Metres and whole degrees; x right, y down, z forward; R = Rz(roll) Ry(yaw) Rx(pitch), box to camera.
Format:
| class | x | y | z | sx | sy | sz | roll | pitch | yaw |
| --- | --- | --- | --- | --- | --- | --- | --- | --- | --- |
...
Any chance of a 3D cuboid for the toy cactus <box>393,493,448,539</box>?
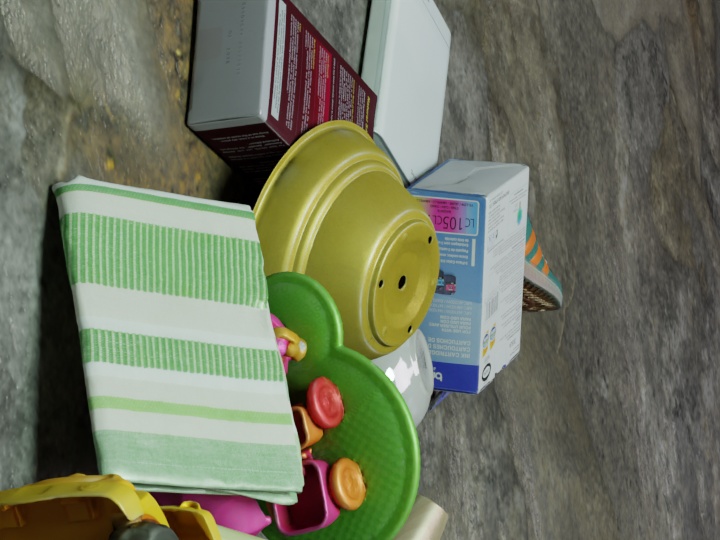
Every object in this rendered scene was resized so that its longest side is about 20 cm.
| class | x | y | z | sx | sy | sz | roll | pitch | yaw |
| --- | --- | --- | --- | --- | --- | --- | --- | --- | --- |
| toy cactus | 0.013 | 0.232 | 1.539 | 0.165 | 0.102 | 0.200 | -57 | -178 | -18 |

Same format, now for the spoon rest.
| class | x | y | z | sx | sy | sz | roll | pitch | yaw |
| --- | --- | --- | --- | --- | --- | --- | --- | --- | --- |
| spoon rest | 0.014 | 0.030 | 1.766 | 0.099 | 0.060 | 0.201 | 8 | 73 | -76 |

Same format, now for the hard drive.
| class | x | y | z | sx | sy | sz | roll | pitch | yaw |
| --- | --- | --- | --- | --- | --- | --- | --- | --- | --- |
| hard drive | 0.038 | -0.159 | 1.943 | 0.132 | 0.027 | 0.201 | 56 | 35 | -49 |

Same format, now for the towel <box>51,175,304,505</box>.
| class | x | y | z | sx | sy | sz | roll | pitch | yaw |
| --- | --- | --- | --- | --- | --- | --- | --- | --- | --- |
| towel | -0.109 | 0.041 | 1.371 | 0.152 | 0.023 | 0.201 | 10 | 58 | -40 |

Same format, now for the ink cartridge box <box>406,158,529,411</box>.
| class | x | y | z | sx | sy | sz | roll | pitch | yaw |
| --- | --- | --- | --- | --- | --- | --- | --- | --- | --- |
| ink cartridge box | 0.086 | 0.018 | 1.912 | 0.136 | 0.076 | 0.201 | -34 | 127 | -66 |

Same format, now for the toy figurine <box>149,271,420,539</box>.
| class | x | y | z | sx | sy | sz | roll | pitch | yaw |
| --- | --- | --- | --- | --- | --- | --- | --- | --- | --- |
| toy figurine | -0.076 | 0.104 | 1.452 | 0.184 | 0.150 | 0.201 | -7 | 82 | -59 |

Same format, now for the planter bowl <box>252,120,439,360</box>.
| class | x | y | z | sx | sy | sz | roll | pitch | yaw |
| --- | --- | --- | --- | --- | --- | --- | --- | --- | --- |
| planter bowl | 0.000 | 0.000 | 1.621 | 0.200 | 0.083 | 0.201 | -35 | 133 | -49 |

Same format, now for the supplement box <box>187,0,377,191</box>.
| class | x | y | z | sx | sy | sz | roll | pitch | yaw |
| --- | --- | --- | --- | --- | --- | --- | --- | --- | --- |
| supplement box | -0.053 | -0.116 | 1.651 | 0.200 | 0.061 | 0.109 | 43 | 46 | -58 |

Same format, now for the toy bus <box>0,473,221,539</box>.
| class | x | y | z | sx | sy | sz | roll | pitch | yaw |
| --- | --- | --- | --- | --- | --- | --- | --- | --- | --- |
| toy bus | -0.123 | 0.190 | 1.260 | 0.192 | 0.135 | 0.201 | -38 | 117 | -61 |

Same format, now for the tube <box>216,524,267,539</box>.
| class | x | y | z | sx | sy | sz | roll | pitch | yaw |
| --- | --- | --- | --- | --- | --- | --- | --- | --- | --- |
| tube | -0.069 | 0.189 | 1.384 | 0.199 | 0.052 | 0.058 | 21 | 80 | -34 |

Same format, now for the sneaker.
| class | x | y | z | sx | sy | sz | roll | pitch | yaw |
| --- | --- | --- | --- | --- | --- | --- | --- | --- | --- |
| sneaker | 0.138 | -0.022 | 2.094 | 0.200 | 0.071 | 0.080 | 41 | 50 | -58 |
